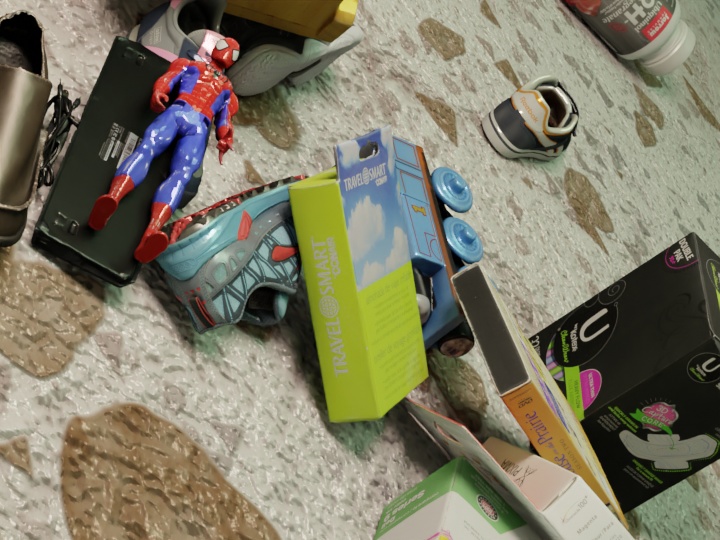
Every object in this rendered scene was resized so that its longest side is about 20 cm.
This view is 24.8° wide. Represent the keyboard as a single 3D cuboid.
[{"bbox_3d":[-0.179,-0.079,1.116,0.104,0.040,0.200,32,46,-19],"label":"keyboard"}]

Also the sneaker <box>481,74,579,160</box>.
[{"bbox_3d":[0.208,-0.169,1.805,0.079,0.079,0.200,56,25,5],"label":"sneaker"}]

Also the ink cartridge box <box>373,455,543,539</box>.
[{"bbox_3d":[0.071,0.246,1.100,0.145,0.087,0.200,47,26,-14],"label":"ink cartridge box"}]

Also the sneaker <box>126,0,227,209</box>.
[{"bbox_3d":[-0.132,-0.136,1.213,0.070,0.082,0.200,32,35,-38],"label":"sneaker"}]

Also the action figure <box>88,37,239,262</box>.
[{"bbox_3d":[-0.121,-0.095,1.115,0.065,0.052,0.200,32,44,-13],"label":"action figure"}]

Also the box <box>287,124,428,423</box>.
[{"bbox_3d":[0.000,0.000,1.214,0.122,0.048,0.201,-31,113,-66],"label":"box"}]

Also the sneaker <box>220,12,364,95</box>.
[{"bbox_3d":[-0.073,-0.221,1.410,0.114,0.075,0.200,58,30,1],"label":"sneaker"}]

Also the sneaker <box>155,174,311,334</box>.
[{"bbox_3d":[-0.081,-0.007,1.182,0.200,0.079,0.096,-30,102,-59],"label":"sneaker"}]

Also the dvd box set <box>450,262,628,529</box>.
[{"bbox_3d":[0.141,0.105,1.285,0.200,0.029,0.146,54,10,-39],"label":"dvd box set"}]

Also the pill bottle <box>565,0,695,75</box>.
[{"bbox_3d":[0.368,-0.361,2.243,0.200,0.111,0.111,40,31,-26],"label":"pill bottle"}]

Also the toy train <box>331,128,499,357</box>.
[{"bbox_3d":[0.042,-0.020,1.368,0.114,0.087,0.200,18,45,-36],"label":"toy train"}]

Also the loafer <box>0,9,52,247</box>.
[{"bbox_3d":[-0.229,-0.096,1.010,0.073,0.071,0.200,17,38,-24],"label":"loafer"}]

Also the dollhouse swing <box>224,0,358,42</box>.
[{"bbox_3d":[-0.083,-0.289,1.272,0.200,0.176,0.182,15,60,-14],"label":"dollhouse swing"}]

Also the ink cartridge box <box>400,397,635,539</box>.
[{"bbox_3d":[0.117,0.152,1.217,0.174,0.044,0.200,50,-8,-10],"label":"ink cartridge box"}]

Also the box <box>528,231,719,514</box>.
[{"bbox_3d":[0.261,0.093,1.454,0.124,0.200,0.149,40,31,-26],"label":"box"}]
